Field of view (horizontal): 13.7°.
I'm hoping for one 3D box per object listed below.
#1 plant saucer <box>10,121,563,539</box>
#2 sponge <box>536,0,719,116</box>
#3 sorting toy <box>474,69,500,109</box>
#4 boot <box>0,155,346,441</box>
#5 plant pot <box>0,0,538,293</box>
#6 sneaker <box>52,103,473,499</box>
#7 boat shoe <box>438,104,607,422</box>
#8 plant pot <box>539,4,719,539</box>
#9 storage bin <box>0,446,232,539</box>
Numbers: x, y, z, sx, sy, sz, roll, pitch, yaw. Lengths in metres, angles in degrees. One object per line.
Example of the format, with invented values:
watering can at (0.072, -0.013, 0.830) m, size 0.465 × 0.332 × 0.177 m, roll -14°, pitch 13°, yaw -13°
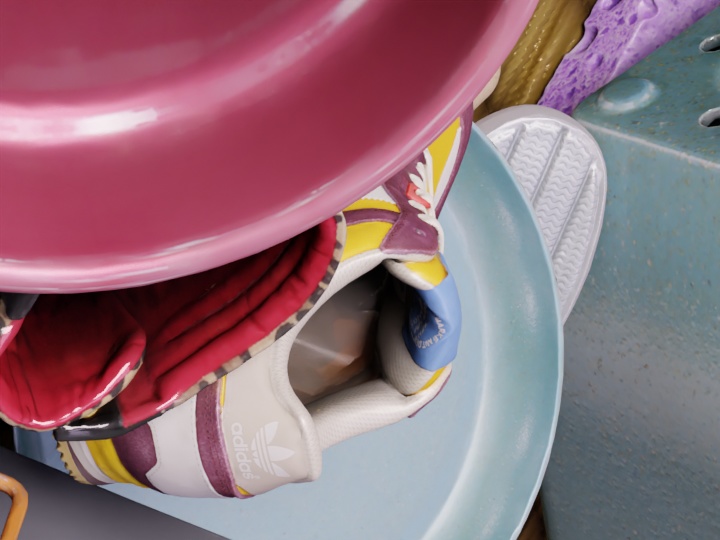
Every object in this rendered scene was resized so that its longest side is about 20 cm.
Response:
plant saucer at (-0.024, 0.034, 0.921) m, size 0.200 × 0.027 × 0.201 m, roll -5°, pitch 99°, yaw -33°
sponge at (0.105, -0.042, 1.090) m, size 0.112 × 0.030 × 0.200 m, roll 33°, pitch 88°, yaw -47°
sorting toy at (-0.056, -0.080, 0.912) m, size 0.185 × 0.036 × 0.200 m, roll -44°, pitch 131°, yaw -18°
boot at (-0.105, -0.016, 0.774) m, size 0.200 × 0.151 × 0.073 m, roll -23°, pitch 130°, yaw -5°
plant pot at (-0.069, -0.127, 0.671) m, size 0.200 × 0.179 × 0.200 m, roll -10°, pitch 135°, yaw -10°
sneaker at (0.000, 0.000, 0.832) m, size 0.200 × 0.090 × 0.075 m, roll -50°, pitch 136°, yaw -43°
boat shoe at (0.012, 0.027, 1.010) m, size 0.073 × 0.067 × 0.200 m, roll 30°, pitch 101°, yaw -14°
plant pot at (0.170, 0.010, 1.030) m, size 0.196 × 0.196 × 0.200 m, roll -35°, pitch 122°, yaw -25°
storage bin at (-0.111, 0.103, 0.794) m, size 0.134 × 0.200 × 0.146 m, roll -52°, pitch 161°, yaw -63°
